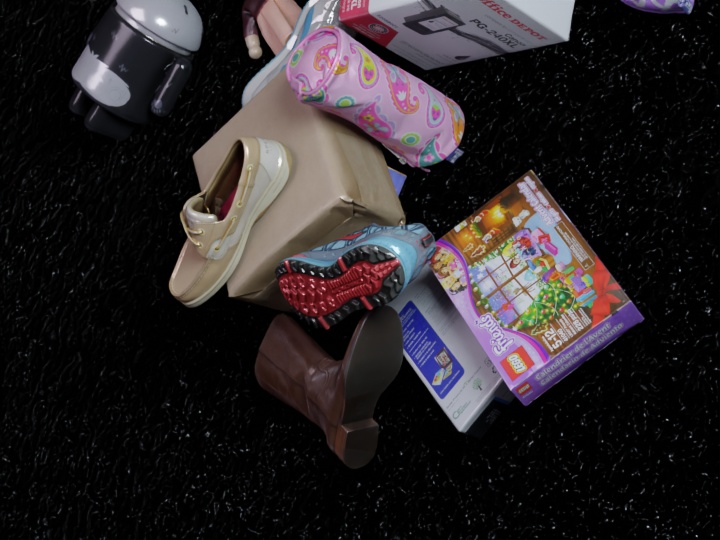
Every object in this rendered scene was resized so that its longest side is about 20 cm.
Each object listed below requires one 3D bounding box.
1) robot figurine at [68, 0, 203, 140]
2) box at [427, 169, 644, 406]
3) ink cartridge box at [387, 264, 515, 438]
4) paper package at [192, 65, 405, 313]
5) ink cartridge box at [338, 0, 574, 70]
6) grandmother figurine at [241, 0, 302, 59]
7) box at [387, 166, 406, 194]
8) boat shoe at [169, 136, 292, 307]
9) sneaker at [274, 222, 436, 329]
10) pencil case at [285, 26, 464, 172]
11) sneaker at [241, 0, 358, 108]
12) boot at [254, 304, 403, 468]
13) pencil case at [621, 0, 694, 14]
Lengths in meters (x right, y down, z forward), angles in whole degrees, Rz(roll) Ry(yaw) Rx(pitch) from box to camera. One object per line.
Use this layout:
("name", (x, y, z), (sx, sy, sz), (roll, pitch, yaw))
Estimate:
("robot figurine", (-0.280, -0.263, 2.148), (0.200, 0.150, 0.125), (-56, 2, 13))
("box", (0.158, 0.013, 1.615), (0.137, 0.039, 0.200), (-38, 48, 6))
("ink cartridge box", (0.090, 0.064, 1.694), (0.100, 0.039, 0.200), (-52, 46, 17))
("paper package", (-0.069, -0.086, 1.815), (0.190, 0.103, 0.201), (-39, 51, 28))
("ink cartridge box", (0.100, -0.281, 1.746), (0.199, 0.145, 0.084), (-6, 69, 44))
("grandmother figurine", (-0.104, -0.311, 2.035), (0.121, 0.061, 0.200), (-46, 49, 11))
("box", (-0.031, -0.072, 1.875), (0.200, 0.041, 0.119), (24, 92, 45))
("boat shoe", (-0.150, -0.055, 1.759), (0.200, 0.069, 0.074), (-58, 43, 14))
("sneaker", (0.000, 0.000, 1.692), (0.200, 0.095, 0.080), (-10, 109, 49))
("pencil case", (0.018, -0.173, 1.748), (0.087, 0.200, 0.088), (-25, 52, 36))
("sneaker", (-0.044, -0.237, 1.923), (0.200, 0.076, 0.081), (-54, 47, 3))
("boot", (-0.041, 0.081, 1.777), (0.200, 0.064, 0.187), (41, 124, 49))
("pencil case", (0.293, -0.340, 1.619), (0.084, 0.085, 0.201), (6, 77, 45))
